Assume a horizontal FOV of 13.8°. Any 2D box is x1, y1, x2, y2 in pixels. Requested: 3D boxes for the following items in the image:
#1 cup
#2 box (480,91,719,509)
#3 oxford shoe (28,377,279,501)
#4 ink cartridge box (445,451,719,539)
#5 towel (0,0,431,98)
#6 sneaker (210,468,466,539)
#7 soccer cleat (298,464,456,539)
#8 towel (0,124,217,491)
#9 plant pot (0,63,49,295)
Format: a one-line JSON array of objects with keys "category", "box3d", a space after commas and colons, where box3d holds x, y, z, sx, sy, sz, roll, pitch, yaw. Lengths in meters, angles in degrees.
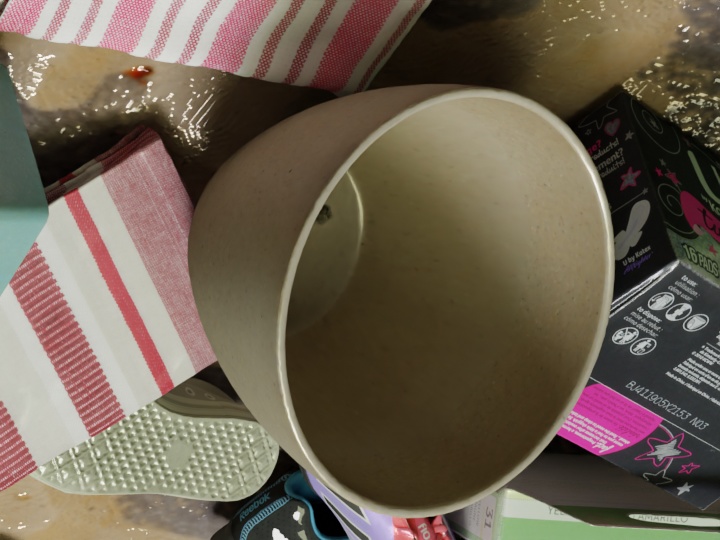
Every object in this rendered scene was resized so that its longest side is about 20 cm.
[{"category": "cup", "box3d": [0.000, 0.000, 1.396, 0.200, 0.143, 0.201, -12, 111, -36]}, {"category": "box", "box3d": [0.156, 0.017, 1.522, 0.132, 0.115, 0.200, -35, 140, 25]}, {"category": "oxford shoe", "box3d": [-0.128, 0.077, 1.539, 0.200, 0.058, 0.075, 16, 104, -45]}, {"category": "ink cartridge box", "box3d": [0.140, 0.140, 1.631, 0.145, 0.200, 0.048, 5, 99, -23]}, {"category": "towel", "box3d": [-0.050, -0.138, 1.318, 0.199, 0.030, 0.146, 9, 139, -29]}, {"category": "sneaker", "box3d": [0.015, 0.165, 1.707, 0.199, 0.073, 0.082, 12, 132, -34]}, {"category": "soccer cleat", "box3d": [0.023, 0.138, 1.624, 0.068, 0.073, 0.201, -32, 122, -19]}, {"category": "towel", "box3d": [-0.159, 0.031, 1.437, 0.199, 0.023, 0.144, -31, 131, -9]}, {"category": "plant pot", "box3d": [-0.250, -0.039, 1.300, 0.199, 0.142, 0.141, 3, 142, -33]}]
